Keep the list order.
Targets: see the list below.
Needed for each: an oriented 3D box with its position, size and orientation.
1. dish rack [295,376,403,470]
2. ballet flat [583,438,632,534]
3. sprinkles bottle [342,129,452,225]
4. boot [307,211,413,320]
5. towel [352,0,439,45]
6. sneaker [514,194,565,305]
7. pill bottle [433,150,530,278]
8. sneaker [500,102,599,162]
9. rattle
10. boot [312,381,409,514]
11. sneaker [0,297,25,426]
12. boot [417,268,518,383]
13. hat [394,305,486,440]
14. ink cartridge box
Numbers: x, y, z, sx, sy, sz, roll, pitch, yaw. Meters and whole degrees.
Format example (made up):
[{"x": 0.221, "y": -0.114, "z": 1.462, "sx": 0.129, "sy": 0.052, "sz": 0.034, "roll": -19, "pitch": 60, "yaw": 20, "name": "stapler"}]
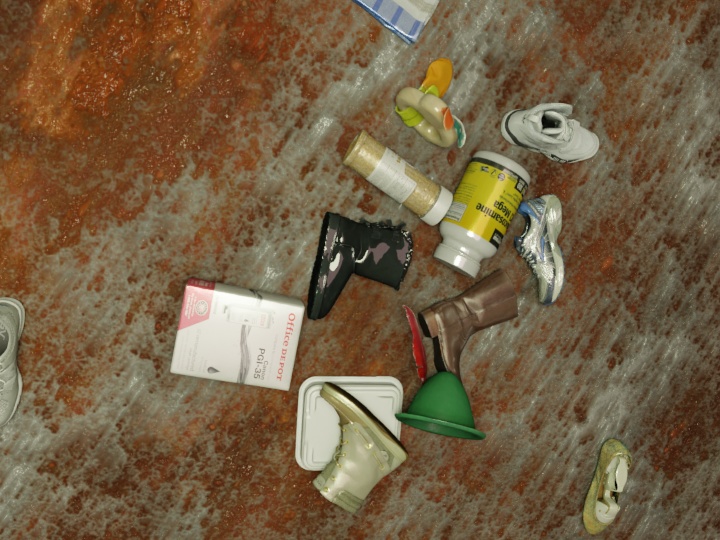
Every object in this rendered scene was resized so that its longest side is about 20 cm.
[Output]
[{"x": -0.016, "y": 0.282, "z": 1.072, "sx": 0.195, "sy": 0.044, "sz": 0.176, "roll": 3, "pitch": 95, "yaw": -12, "name": "dish rack"}, {"x": 0.498, "y": 0.443, "z": 1.194, "sx": 0.069, "sy": 0.071, "sz": 0.205, "roll": 12, "pitch": 93, "yaw": -13, "name": "ballet flat"}, {"x": 0.065, "y": -0.159, "z": 1.031, "sx": 0.198, "sy": 0.068, "sz": 0.069, "roll": 33, "pitch": 88, "yaw": -14, "name": "sprinkles bottle"}, {"x": 0.000, "y": 0.000, "z": 1.034, "sx": 0.159, "sy": 0.073, "sz": 0.203, "roll": 12, "pitch": 93, "yaw": -17, "name": "boot"}, {"x": 0.085, "y": -0.514, "z": 1.022, "sx": 0.145, "sy": 0.024, "sz": 0.202, "roll": 32, "pitch": 89, "yaw": -13, "name": "towel"}, {"x": 0.326, "y": -0.037, "z": 1.109, "sx": 0.083, "sy": 0.077, "sz": 0.205, "roll": -3, "pitch": 89, "yaw": -2, "name": "sneaker"}, {"x": 0.208, "y": -0.096, "z": 1.047, "sx": 0.111, "sy": 0.112, "sz": 0.203, "roll": 26, "pitch": 90, "yaw": -14, "name": "pill bottle"}, {"x": 0.360, "y": -0.244, "z": 1.065, "sx": 0.195, "sy": 0.115, "sz": 0.077, "roll": 12, "pitch": 94, "yaw": -14, "name": "sneaker"}, {"x": 0.148, "y": -0.279, "z": 0.969, "sx": 0.142, "sy": 0.200, "sz": 0.132, "roll": -35, "pitch": 102, "yaw": -7, "name": "rattle"}, {"x": -0.032, "y": 0.304, "z": 1.014, "sx": 0.155, "sy": 0.072, "sz": 0.200, "roll": -45, "pitch": 103, "yaw": -2, "name": "boot"}, {"x": -0.568, "y": 0.146, "z": 0.911, "sx": 0.073, "sy": 0.082, "sz": 0.205, "roll": 4, "pitch": 95, "yaw": -13, "name": "sneaker"}, {"x": 0.223, "y": 0.116, "z": 1.104, "sx": 0.197, "sy": 0.064, "sz": 0.190, "roll": -24, "pitch": 103, "yaw": -14, "name": "boot"}, {"x": 0.151, "y": 0.189, "z": 1.049, "sx": 0.162, "sy": 0.200, "sz": 0.180, "roll": 7, "pitch": 70, "yaw": 16, "name": "hat"}, {"x": -0.201, "y": 0.105, "z": 0.990, "sx": 0.195, "sy": 0.083, "sz": 0.150, "roll": 11, "pitch": 93, "yaw": -13, "name": "ink cartridge box"}]
